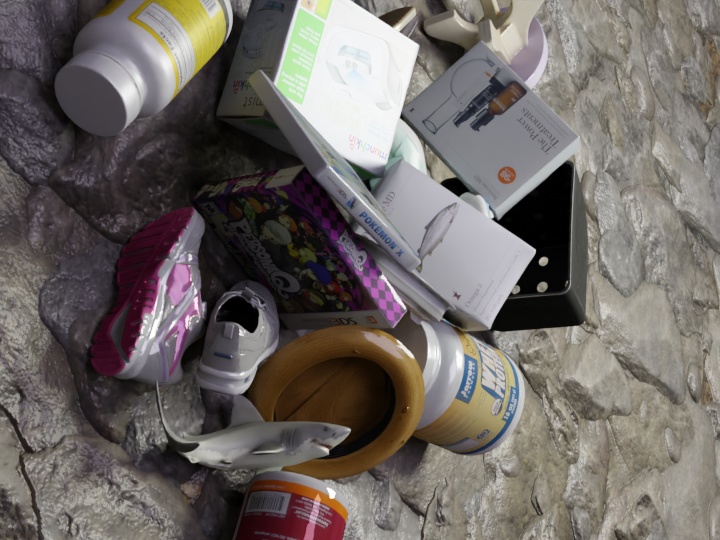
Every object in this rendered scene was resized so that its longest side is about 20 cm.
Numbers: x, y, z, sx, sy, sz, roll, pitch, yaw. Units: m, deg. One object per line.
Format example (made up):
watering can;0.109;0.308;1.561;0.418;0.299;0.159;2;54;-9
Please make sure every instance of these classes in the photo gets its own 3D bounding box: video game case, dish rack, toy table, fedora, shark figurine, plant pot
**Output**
video game case;-0.067;-0.018;1.225;0.036;0.181;0.200;-51;119;-32
dish rack;0.000;0.000;1.318;0.172;0.200;0.044;39;79;-38
toy table;0.198;-0.355;1.688;0.117;0.184;0.200;56;14;-44
fedora;-0.031;0.135;1.259;0.201;0.200;0.082;57;7;-23
shark figurine;-0.134;0.162;1.167;0.214;0.128;0.090;9;58;-36
video game case;-0.028;-0.105;1.190;0.182;0.022;0.200;44;9;-44
plant pot;0.227;-0.014;1.600;0.177;0.199;0.200;43;47;-52

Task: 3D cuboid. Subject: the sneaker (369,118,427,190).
sneaker;0.040;-0.107;1.471;0.201;0.074;0.118;62;34;-21

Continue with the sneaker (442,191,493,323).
sneaker;0.110;-0.011;1.480;0.087;0.075;0.200;20;89;-49

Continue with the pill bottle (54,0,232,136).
pill bottle;-0.221;-0.224;1.156;0.111;0.111;0.200;56;42;-24

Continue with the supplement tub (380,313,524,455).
supplement tub;0.094;0.139;1.407;0.200;0.144;0.145;28;58;-44

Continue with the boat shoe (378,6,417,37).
boat shoe;0.022;-0.283;1.517;0.065;0.072;0.200;60;44;-27

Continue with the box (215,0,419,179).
box;-0.049;-0.224;1.343;0.200;0.097;0.177;24;78;-43

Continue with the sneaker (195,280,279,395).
sneaker;-0.116;0.050;1.172;0.200;0.075;0.082;-87;-168;-67

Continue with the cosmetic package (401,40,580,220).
cosmetic package;0.175;-0.191;1.544;0.200;0.151;0.052;48;1;19

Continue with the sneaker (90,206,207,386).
sneaker;-0.196;0.030;1.141;0.088;0.081;0.200;42;55;-41

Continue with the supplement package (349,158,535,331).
supplement package;0.089;-0.027;1.389;0.200;0.117;0.117;33;81;-7

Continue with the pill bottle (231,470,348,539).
pill bottle;-0.085;0.315;1.154;0.113;0.113;0.200;41;50;-36
